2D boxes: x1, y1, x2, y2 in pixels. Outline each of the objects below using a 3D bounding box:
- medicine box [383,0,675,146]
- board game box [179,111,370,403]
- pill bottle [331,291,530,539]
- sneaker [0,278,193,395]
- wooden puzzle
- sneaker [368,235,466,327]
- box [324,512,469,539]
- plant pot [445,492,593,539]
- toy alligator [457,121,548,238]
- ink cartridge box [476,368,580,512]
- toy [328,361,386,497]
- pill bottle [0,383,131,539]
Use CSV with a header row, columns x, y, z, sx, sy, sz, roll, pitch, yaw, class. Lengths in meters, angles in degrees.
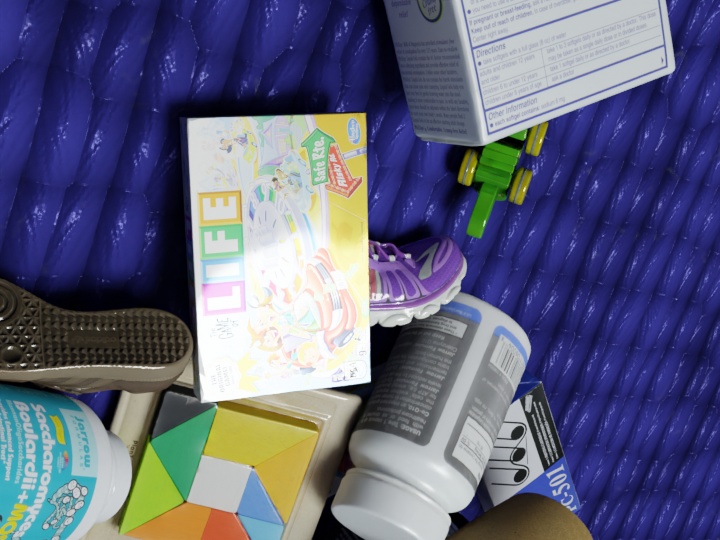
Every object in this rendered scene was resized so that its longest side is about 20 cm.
x,y,z,sx,sy,sz,roll,pitch,yaw,class
0.114,-0.215,0.749,0.180,0.103,0.203,-22,108,-22,medicine box
-0.060,-0.012,0.763,0.132,0.034,0.204,-5,101,-19,board game box
0.058,0.129,0.869,0.114,0.112,0.202,50,58,-40,pill bottle
-0.219,0.060,0.724,0.197,0.071,0.076,11,144,-20,sneaker
-0.112,0.166,0.842,0.197,0.037,0.188,15,105,-20,wooden puzzle
0.000,0.000,0.834,0.197,0.080,0.085,-14,115,-26,sneaker
0.023,0.326,1.000,0.147,0.104,0.202,24,99,-40,box
0.114,0.289,0.876,0.200,0.184,0.189,-44,135,-39,plant pot
0.128,-0.126,0.873,0.054,0.058,0.203,-29,136,-78,toy alligator
0.160,0.198,1.062,0.093,0.044,0.202,-33,128,-12,ink cartridge box
-0.006,0.158,0.930,0.197,0.047,0.117,-20,124,-23,toy
-0.244,0.133,0.701,0.112,0.110,0.199,-57,150,5,pill bottle
